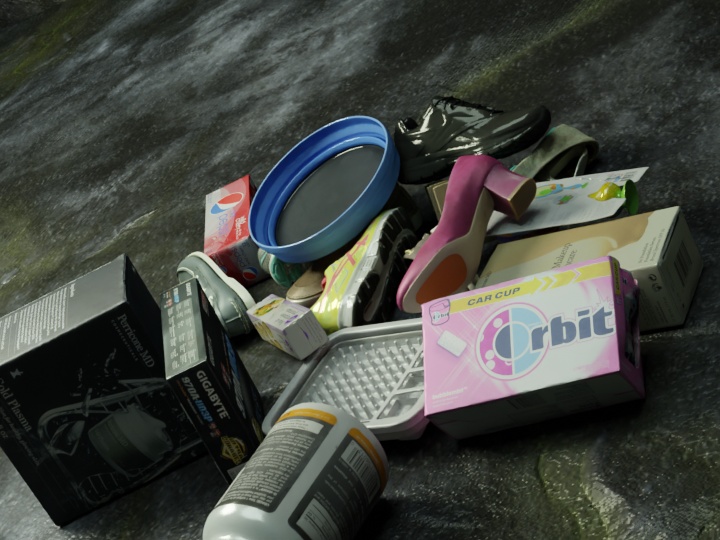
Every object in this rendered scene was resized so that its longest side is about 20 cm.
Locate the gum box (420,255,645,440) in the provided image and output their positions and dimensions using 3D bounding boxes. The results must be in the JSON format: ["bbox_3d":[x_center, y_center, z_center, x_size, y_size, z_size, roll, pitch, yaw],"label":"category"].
[{"bbox_3d":[0.156,0.069,1.416,0.199,0.066,0.114,-15,58,25],"label":"gum box"}]

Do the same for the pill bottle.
[{"bbox_3d":[-0.065,0.217,1.361,0.116,0.117,0.200,-7,32,38],"label":"pill bottle"}]

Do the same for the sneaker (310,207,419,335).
[{"bbox_3d":[0.000,0.000,1.752,0.090,0.078,0.200,-10,31,35],"label":"sneaker"}]

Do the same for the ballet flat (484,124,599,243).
[{"bbox_3d":[0.198,-0.095,1.749,0.062,0.068,0.200,22,53,29],"label":"ballet flat"}]

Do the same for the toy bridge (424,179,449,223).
[{"bbox_3d":[0.097,-0.066,1.774,0.027,0.068,0.200,-18,4,1],"label":"toy bridge"}]

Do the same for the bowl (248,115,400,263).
[{"bbox_3d":[-0.040,-0.092,1.831,0.200,0.039,0.201,-28,35,22],"label":"bowl"}]

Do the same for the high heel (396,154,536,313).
[{"bbox_3d":[0.081,-0.040,1.567,0.096,0.068,0.200,24,64,39],"label":"high heel"}]

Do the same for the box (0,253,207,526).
[{"bbox_3d":[-0.282,0.125,1.664,0.196,0.201,0.124,-27,26,3],"label":"box"}]

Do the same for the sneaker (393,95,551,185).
[{"bbox_3d":[0.119,-0.160,1.797,0.199,0.092,0.076,-16,-4,27],"label":"sneaker"}]

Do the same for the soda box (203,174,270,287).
[{"bbox_3d":[-0.156,-0.047,2.024,0.070,0.064,0.200,-25,24,7],"label":"soda box"}]

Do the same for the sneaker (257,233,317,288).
[{"bbox_3d":[-0.048,-0.059,1.926,0.200,0.078,0.091,-37,22,-21],"label":"sneaker"}]

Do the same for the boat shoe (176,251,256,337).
[{"bbox_3d":[-0.184,0.033,1.891,0.062,0.073,0.200,-32,30,-17],"label":"boat shoe"}]

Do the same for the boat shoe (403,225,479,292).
[{"bbox_3d":[0.089,0.010,1.654,0.059,0.072,0.200,-34,21,2],"label":"boat shoe"}]

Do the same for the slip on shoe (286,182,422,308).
[{"bbox_3d":[-0.014,-0.029,1.842,0.200,0.061,0.076,-37,26,-18],"label":"slip on shoe"}]

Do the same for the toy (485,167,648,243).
[{"bbox_3d":[0.191,-0.052,1.617,0.199,0.047,0.115,-12,21,34],"label":"toy"}]

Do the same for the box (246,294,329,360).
[{"bbox_3d":[-0.081,0.059,1.718,0.039,0.042,0.200,-35,13,-10],"label":"box"}]

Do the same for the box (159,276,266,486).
[{"bbox_3d":[-0.143,0.117,1.583,0.046,0.160,0.200,-26,24,2],"label":"box"}]

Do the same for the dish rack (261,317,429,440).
[{"bbox_3d":[0.015,0.115,1.561,0.199,0.044,0.172,-9,32,37],"label":"dish rack"}]

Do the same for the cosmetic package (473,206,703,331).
[{"bbox_3d":[0.215,0.011,1.513,0.199,0.071,0.105,-13,28,31],"label":"cosmetic package"}]
